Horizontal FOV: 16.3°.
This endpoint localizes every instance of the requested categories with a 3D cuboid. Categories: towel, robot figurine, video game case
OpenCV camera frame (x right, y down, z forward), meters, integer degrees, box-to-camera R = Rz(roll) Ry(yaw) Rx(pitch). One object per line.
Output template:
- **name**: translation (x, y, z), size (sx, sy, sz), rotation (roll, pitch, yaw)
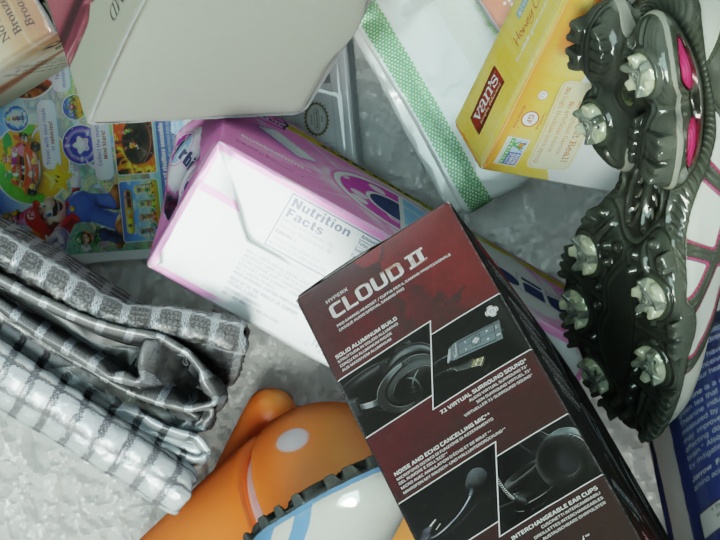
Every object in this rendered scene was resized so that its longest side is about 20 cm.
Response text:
- **towel**: translation (-0.134, 0.030, 1.125), size (0.165, 0.200, 0.086), rotation (31, 84, -3)
- **robot figurine**: translation (-0.035, 0.137, 1.160), size (0.117, 0.144, 0.200), rotation (42, 118, -10)
- **video game case**: translation (-0.100, -0.077, 1.207), size (0.200, 0.018, 0.143), rotation (-4, 97, 12)
- **towel**: translation (0.095, -0.135, 1.148), size (0.200, 0.031, 0.149), rotation (-29, 92, 5)

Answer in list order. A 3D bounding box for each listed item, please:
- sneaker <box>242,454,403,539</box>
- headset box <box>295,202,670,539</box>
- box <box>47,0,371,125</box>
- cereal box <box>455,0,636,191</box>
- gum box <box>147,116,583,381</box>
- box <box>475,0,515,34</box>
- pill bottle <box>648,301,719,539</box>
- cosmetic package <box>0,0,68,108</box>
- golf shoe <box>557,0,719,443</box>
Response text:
- **sneaker**: translation (-0.028, 0.153, 1.052), size (0.072, 0.072, 0.200), rotation (49, 126, 24)
- **headset box**: translation (0.061, 0.081, 0.976), size (0.077, 0.149, 0.200), rotation (-31, 50, 6)
- **box**: translation (-0.079, -0.179, 1.080), size (0.128, 0.109, 0.200), rotation (-56, 47, 50)
- **cereal box**: translation (0.156, -0.093, 1.048), size (0.200, 0.040, 0.144), rotation (8, 124, -27)
- **gum box**: translation (0.000, 0.000, 1.124), size (0.200, 0.114, 0.066), rotation (29, 102, -8)
- **box**: translation (0.118, -0.194, 1.079), size (0.200, 0.097, 0.124), rotation (-34, 92, 6)
- **pill bottle**: translation (0.180, 0.072, 1.076), size (0.111, 0.200, 0.111), rotation (-4, 139, -3)
- **cosmetic package**: translation (-0.221, -0.108, 1.175), size (0.200, 0.087, 0.103), rotation (-30, 87, 23)
- **golf shoe**: translation (0.133, -0.021, 1.011), size (0.077, 0.088, 0.200), rotation (39, 138, 45)
